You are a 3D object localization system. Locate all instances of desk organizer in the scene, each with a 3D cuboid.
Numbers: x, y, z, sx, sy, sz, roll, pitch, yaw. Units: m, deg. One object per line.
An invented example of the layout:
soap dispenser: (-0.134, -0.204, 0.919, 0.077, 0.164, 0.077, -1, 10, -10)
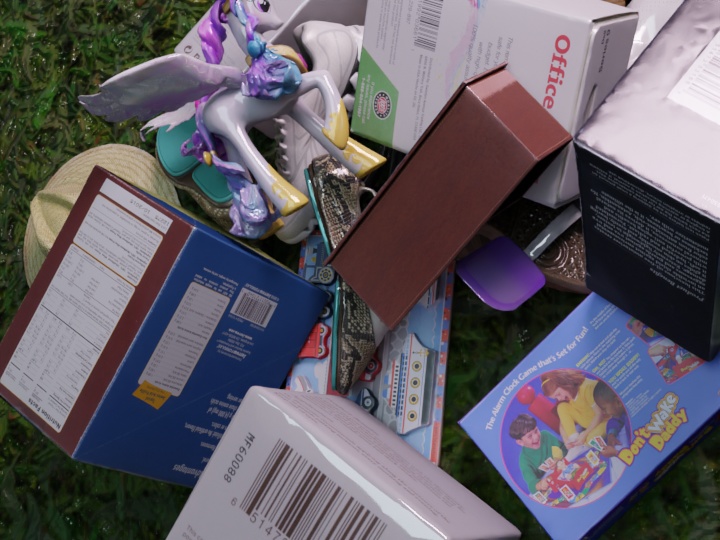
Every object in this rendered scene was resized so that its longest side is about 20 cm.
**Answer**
desk organizer: (0.064, -0.052, 0.971, 0.077, 0.072, 0.200, 46, 126, 9)

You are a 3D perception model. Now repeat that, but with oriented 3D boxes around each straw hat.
straw hat: (-0.266, -0.039, 1.227, 0.198, 0.085, 0.205, -6, 75, 23)

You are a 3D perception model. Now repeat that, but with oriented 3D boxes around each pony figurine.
pony figurine: (-0.102, -0.131, 1.037, 0.191, 0.166, 0.202, -31, 87, 9)

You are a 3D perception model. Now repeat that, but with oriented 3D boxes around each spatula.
spatula: (0.160, -0.037, 1.019, 0.199, 0.021, 0.057, -38, 74, -20)

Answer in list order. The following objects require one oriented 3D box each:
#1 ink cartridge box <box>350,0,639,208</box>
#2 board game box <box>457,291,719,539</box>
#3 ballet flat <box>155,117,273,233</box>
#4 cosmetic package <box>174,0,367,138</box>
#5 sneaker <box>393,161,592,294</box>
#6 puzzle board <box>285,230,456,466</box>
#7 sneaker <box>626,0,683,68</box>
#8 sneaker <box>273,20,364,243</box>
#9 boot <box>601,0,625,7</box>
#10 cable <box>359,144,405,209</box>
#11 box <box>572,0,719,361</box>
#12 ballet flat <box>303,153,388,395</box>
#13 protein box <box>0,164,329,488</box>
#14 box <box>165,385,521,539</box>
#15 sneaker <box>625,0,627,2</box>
ink cartridge box: (0.101, -0.154, 1.011, 0.198, 0.087, 0.148, 24, 118, 31)
board game box: (0.192, 0.102, 1.003, 0.200, 0.045, 0.135, -44, 64, 9)
ballet flat: (-0.134, -0.082, 1.180, 0.070, 0.066, 0.200, -35, 36, -4)
cosmetic package: (-0.058, -0.230, 1.166, 0.200, 0.113, 0.081, -46, 64, 10)
sneaker: (0.116, -0.032, 1.067, 0.198, 0.076, 0.071, 27, 67, 7)
puzzle board: (0.005, 0.063, 1.116, 0.148, 0.017, 0.204, 0, 78, 25)
sneaker: (0.225, -0.180, 1.055, 0.199, 0.075, 0.089, -39, 44, 14)
sneaker: (-0.049, -0.123, 1.128, 0.075, 0.080, 0.203, 41, 117, 53)
boot: (0.131, -0.262, 1.059, 0.199, 0.070, 0.146, 2, 109, 44)
cable: (0.034, -0.122, 1.141, 0.095, 0.050, 0.204, 1, 83, 11)
box: (0.256, -0.079, 0.907, 0.123, 0.199, 0.201, 33, 73, 26)
ballet flat: (0.000, 0.000, 1.083, 0.074, 0.068, 0.204, -7, 86, 0)
protein box: (-0.167, 0.056, 1.085, 0.134, 0.198, 0.202, 30, 91, 35)
box: (-0.023, 0.226, 0.993, 0.198, 0.171, 0.202, 34, 98, 25)
sneaker: (0.170, -0.275, 1.093, 0.197, 0.075, 0.118, -3, 79, 23)
